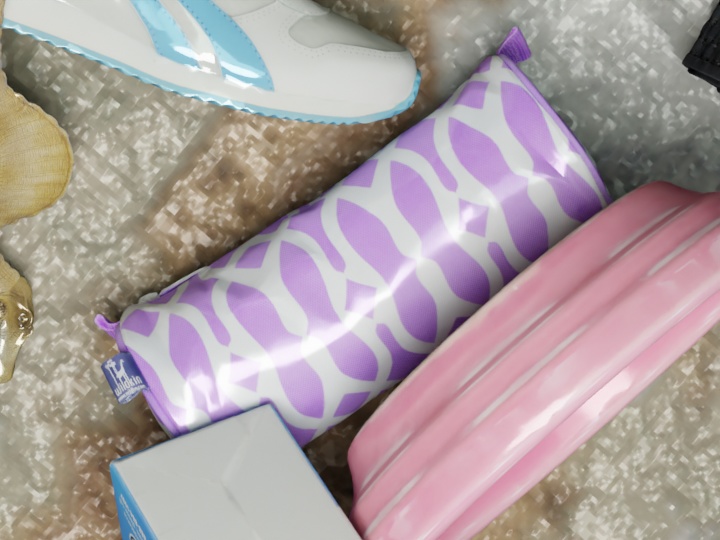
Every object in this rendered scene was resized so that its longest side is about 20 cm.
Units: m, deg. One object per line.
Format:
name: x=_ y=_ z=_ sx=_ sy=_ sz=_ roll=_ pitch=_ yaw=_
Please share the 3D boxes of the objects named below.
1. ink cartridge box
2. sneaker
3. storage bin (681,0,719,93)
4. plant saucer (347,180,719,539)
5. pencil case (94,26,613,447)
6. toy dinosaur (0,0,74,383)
ink cartridge box: x=-0.030 y=0.164 z=1.040 sx=0.067 sy=0.116 sz=0.201 roll=-20 pitch=133 yaw=-16
sneaker: x=-0.067 y=-0.109 z=1.038 sx=0.199 sy=0.077 sz=0.081 roll=20 pitch=95 yaw=-12
storage bin: x=0.209 y=-0.070 z=1.011 sx=0.135 sy=0.200 sz=0.094 roll=29 pitch=95 yaw=-11
plant saucer: x=0.067 y=0.035 z=1.024 sx=0.200 sy=0.201 sz=0.051 roll=-41 pitch=82 yaw=2
pencil case: x=0.000 y=0.000 z=1.065 sx=0.199 sy=0.084 sz=0.086 roll=-33 pitch=58 yaw=0
toy dinosaur: x=-0.154 y=-0.050 z=1.034 sx=0.100 sy=0.058 sz=0.201 roll=1 pitch=130 yaw=-5
